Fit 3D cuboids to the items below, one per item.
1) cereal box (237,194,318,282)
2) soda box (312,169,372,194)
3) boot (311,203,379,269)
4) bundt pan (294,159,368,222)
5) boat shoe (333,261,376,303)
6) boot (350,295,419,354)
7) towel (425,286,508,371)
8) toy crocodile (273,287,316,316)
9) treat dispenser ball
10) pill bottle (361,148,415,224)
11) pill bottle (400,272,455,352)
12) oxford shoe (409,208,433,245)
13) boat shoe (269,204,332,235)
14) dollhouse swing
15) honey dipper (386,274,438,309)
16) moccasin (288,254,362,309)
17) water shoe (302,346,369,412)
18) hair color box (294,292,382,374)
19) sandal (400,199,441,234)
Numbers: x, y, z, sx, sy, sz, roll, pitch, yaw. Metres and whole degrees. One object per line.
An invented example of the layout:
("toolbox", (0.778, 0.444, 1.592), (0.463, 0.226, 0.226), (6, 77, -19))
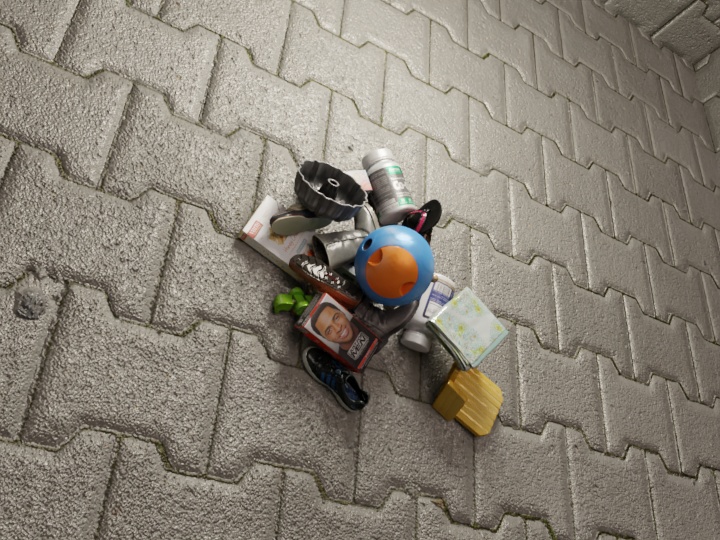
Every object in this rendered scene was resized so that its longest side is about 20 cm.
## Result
("cereal box", (-0.198, -0.083, 1.642), (0.200, 0.039, 0.144), (37, 51, -13))
("soda box", (-0.067, -0.236, 1.792), (0.199, 0.064, 0.069), (-9, 73, -37))
("boot", (-0.042, -0.095, 1.677), (0.199, 0.073, 0.183), (-13, 65, -29))
("bundt pan", (-0.085, -0.197, 1.639), (0.201, 0.076, 0.202), (24, 30, -15))
("boat shoe", (0.000, 0.000, 1.713), (0.200, 0.071, 0.091), (37, 51, -12))
("boot", (0.051, 0.109, 1.652), (0.200, 0.070, 0.132), (-45, 97, -13))
("towel", (0.281, 0.151, 1.672), (0.200, 0.048, 0.171), (-33, 81, -39))
("toy crocodile", (-0.123, 0.087, 1.597), (0.199, 0.062, 0.068), (5, 38, -38))
("treat dispenser ball", (0.084, -0.012, 1.590), (0.200, 0.201, 0.202), (15, 60, -27))
("pill bottle", (0.078, -0.245, 1.860), (0.113, 0.113, 0.201), (-10, 73, -37))
("pill bottle", (0.179, 0.115, 1.737), (0.111, 0.111, 0.201), (29, 70, -19))
("oxford shoe", (0.174, -0.103, 1.843), (0.072, 0.084, 0.201), (17, 45, -30))
("boat shoe", (-0.156, -0.138, 1.629), (0.199, 0.071, 0.063), (-13, 62, -45))
("dollhouse swing", (0.319, 0.314, 1.717), (0.175, 0.182, 0.200), (31, 50, 8))
("honey dipper", (0.137, 0.055, 1.692), (0.038, 0.200, 0.038), (18, 59, -32))
("moccasin", (-0.091, 0.030, 1.584), (0.201, 0.078, 0.074), (29, 43, -14))
("water shoe", (-0.054, 0.253, 1.546), (0.200, 0.079, 0.072), (46, 50, -6))
("hair color box", (-0.052, 0.153, 1.548), (0.200, 0.061, 0.102), (41, 71, -23))
("sandal", (0.149, -0.129, 1.811), (0.075, 0.200, 0.045), (55, 6, 36))
